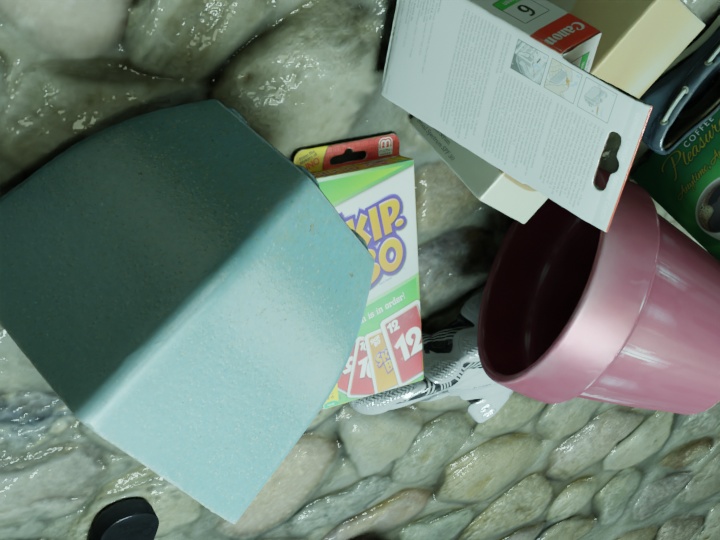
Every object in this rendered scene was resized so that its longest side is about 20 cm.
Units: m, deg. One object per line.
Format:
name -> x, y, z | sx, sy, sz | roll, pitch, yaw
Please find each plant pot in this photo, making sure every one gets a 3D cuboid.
plant pot -> -0.110, 0.007, 0.871 | 0.200, 0.196, 0.196 | -46, 144, -4
plant pot -> 0.222, 0.033, 1.106 | 0.179, 0.200, 0.200 | 23, 118, -17

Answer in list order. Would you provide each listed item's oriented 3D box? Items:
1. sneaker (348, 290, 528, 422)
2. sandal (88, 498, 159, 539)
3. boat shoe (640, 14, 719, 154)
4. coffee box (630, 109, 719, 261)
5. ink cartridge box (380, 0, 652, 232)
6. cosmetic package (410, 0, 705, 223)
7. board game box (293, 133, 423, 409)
sneaker -> 0.077, 0.100, 1.211 | 0.200, 0.075, 0.115 | -26, 140, -20
sandal -> -0.223, 0.289, 1.195 | 0.076, 0.043, 0.200 | -14, 138, -29
boat shoe -> 0.312, -0.176, 1.118 | 0.200, 0.062, 0.075 | -37, 142, -2
coffee box -> 0.348, -0.061, 1.158 | 0.123, 0.200, 0.044 | -50, 148, 14
ink cartridge box -> 0.110, -0.124, 0.888 | 0.050, 0.200, 0.109 | -34, 149, -39
cosmetic package -> 0.143, -0.145, 0.978 | 0.200, 0.105, 0.071 | -50, 143, 14
board game box -> 0.000, 0.000, 1.011 | 0.095, 0.030, 0.200 | -14, 108, -29
